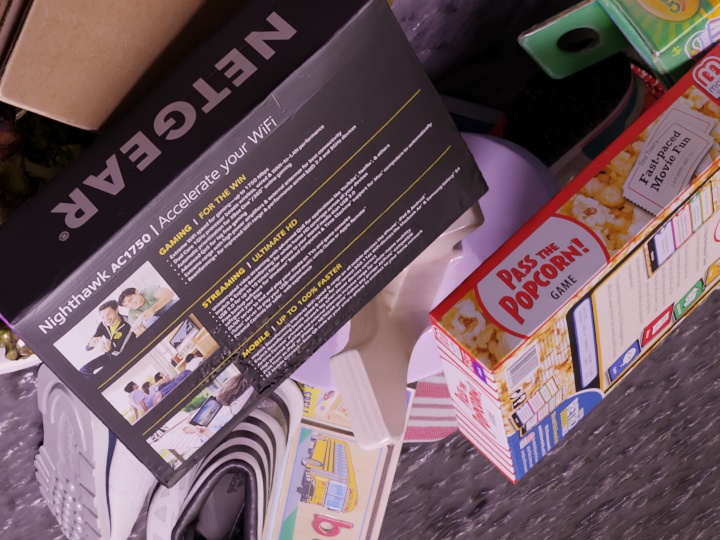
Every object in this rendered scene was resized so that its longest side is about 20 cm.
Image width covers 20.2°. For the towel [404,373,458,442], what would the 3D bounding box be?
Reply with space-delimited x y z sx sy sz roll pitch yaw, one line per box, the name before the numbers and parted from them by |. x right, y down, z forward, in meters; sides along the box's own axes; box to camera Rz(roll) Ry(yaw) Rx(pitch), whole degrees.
towel | 0.078 0.059 1.407 0.200 0.030 0.146 -40 154 26

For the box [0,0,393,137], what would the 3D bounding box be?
box | -0.056 -0.125 0.842 0.199 0.021 0.165 17 97 -52

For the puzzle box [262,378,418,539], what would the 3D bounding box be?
puzzle box | -0.044 0.117 1.229 0.132 0.026 0.201 14 131 3

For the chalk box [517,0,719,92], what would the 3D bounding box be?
chalk box | 0.174 -0.161 1.030 0.200 0.124 0.124 -39 154 10

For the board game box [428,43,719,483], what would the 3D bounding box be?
board game box | 0.128 0.001 1.016 0.200 0.046 0.152 -42 156 -12

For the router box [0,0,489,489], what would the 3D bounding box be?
router box | -0.050 -0.020 0.854 0.200 0.051 0.149 -43 143 -7

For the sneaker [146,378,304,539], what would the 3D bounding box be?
sneaker | -0.096 0.154 1.179 0.116 0.075 0.201 -70 -178 -49

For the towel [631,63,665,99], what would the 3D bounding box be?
towel | 0.149 -0.064 1.289 0.145 0.023 0.200 -42 154 18

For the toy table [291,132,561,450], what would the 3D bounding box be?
toy table | 0.000 0.000 1.060 0.200 0.185 0.117 -36 166 25

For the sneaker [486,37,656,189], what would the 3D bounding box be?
sneaker | 0.090 -0.040 1.146 0.200 0.071 0.093 -41 142 13

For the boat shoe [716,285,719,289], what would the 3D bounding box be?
boat shoe | 0.174 0.001 1.318 0.201 0.065 0.075 -14 132 -41

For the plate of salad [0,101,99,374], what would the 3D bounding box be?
plate of salad | -0.156 -0.043 0.839 0.199 0.048 0.202 -10 115 -22

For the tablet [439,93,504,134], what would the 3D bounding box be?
tablet | 0.015 -0.023 1.191 0.130 0.014 0.200 11 130 -44

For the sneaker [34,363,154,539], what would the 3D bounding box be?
sneaker | -0.141 0.106 1.186 0.080 0.076 0.200 -31 157 -29
